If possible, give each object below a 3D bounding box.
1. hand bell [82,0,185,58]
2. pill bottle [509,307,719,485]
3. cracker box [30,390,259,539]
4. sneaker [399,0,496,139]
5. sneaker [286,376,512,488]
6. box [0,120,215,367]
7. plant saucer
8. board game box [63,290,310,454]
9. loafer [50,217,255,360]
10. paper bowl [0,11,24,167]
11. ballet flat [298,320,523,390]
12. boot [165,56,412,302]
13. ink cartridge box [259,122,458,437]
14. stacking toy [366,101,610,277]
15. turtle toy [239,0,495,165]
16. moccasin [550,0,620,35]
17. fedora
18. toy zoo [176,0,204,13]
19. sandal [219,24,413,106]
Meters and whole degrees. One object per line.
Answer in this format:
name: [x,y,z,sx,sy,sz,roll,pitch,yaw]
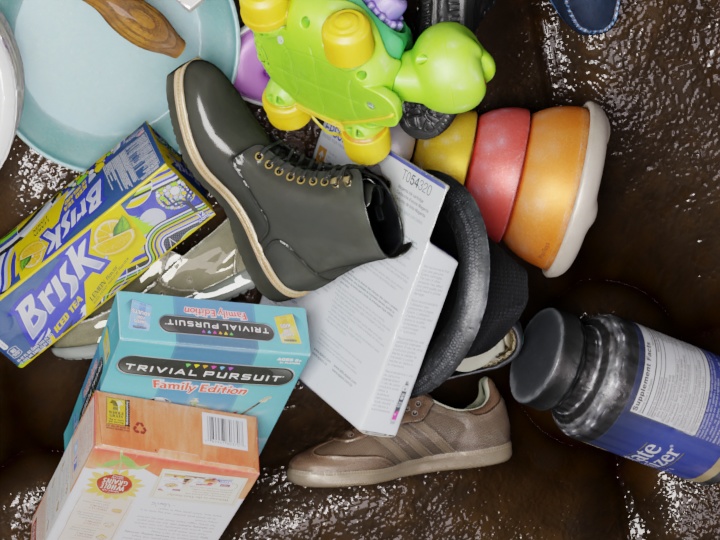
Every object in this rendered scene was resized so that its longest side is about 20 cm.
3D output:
hand bell: [-0.209,-0.214,1.523,0.199,0.104,0.104,32,95,-35]
pill bottle: [0.233,0.103,1.758,0.199,0.112,0.113,20,100,-20]
cracker box: [-0.174,0.180,1.634,0.133,0.058,0.200,11,139,-19]
sneaker: [0.077,-0.207,1.627,0.060,0.104,0.201,12,104,19]
sneaker: [0.030,0.137,1.743,0.198,0.070,0.076,-7,89,-18]
box: [-0.214,-0.019,1.589,0.200,0.064,0.070,-38,130,8]
plant saucer: [-0.193,-0.175,1.589,0.198,0.036,0.202,-4,106,-15]
board game box: [-0.140,0.099,1.621,0.150,0.047,0.200,5,142,-18]
loafer: [-0.161,0.010,1.641,0.199,0.075,0.070,-26,96,-8]
paper bowl: [-0.348,-0.128,1.502,0.199,0.104,0.202,-1,107,-4]
ballet flat: [0.045,0.069,1.715,0.198,0.073,0.074,-9,109,-13]
boot: [-0.050,-0.083,1.549,0.077,0.138,0.201,-45,111,-44]
ink cartridge box: [0.000,0.000,1.611,0.043,0.196,0.201,14,103,-34]
stacking toy: [0.093,-0.086,1.666,0.198,0.146,0.147,14,102,-4]
turtle toy: [0.003,-0.162,1.538,0.101,0.199,0.146,-52,152,-27]
moccasin: [0.174,-0.283,1.648,0.080,0.068,0.201,-18,110,-11]
fedora: [0.066,0.015,1.630,0.091,0.200,0.202,9,104,-33]
toy zoo: [-0.140,-0.287,1.535,0.200,0.020,0.131,39,86,-3]
sandal: [-0.011,-0.164,1.638,0.201,0.050,0.083,0,106,-16]
